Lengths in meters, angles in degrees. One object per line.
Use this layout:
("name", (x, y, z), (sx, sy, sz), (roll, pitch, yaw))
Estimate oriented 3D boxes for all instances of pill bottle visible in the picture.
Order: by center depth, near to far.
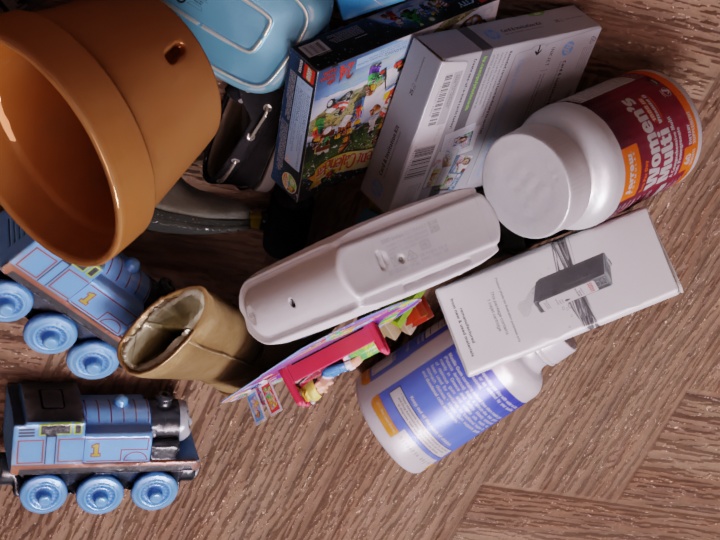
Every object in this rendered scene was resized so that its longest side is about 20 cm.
("pill bottle", (0.198, -0.098, 1.689), (0.199, 0.109, 0.110), (-25, 145, -46))
("pill bottle", (0.103, 0.096, 1.885), (0.199, 0.112, 0.112), (-34, 130, 14))

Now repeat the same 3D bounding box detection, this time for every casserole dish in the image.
("casserole dish", (-0.115, -0.215, 1.560), (0.199, 0.039, 0.121), (32, 115, -10))

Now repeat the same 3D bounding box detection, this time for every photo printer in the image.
("photo printer", (0.000, 0.000, 1.644), (0.166, 0.070, 0.200), (-22, 179, -32))

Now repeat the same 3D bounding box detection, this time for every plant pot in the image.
("plant pot", (-0.200, -0.123, 1.512), (0.140, 0.199, 0.201), (-36, 141, -32))

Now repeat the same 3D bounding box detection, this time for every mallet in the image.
("mallet", (-0.136, -0.056, 1.739), (0.198, 0.041, 0.066), (10, 128, -19))

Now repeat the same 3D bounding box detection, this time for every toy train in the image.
("toy train", (-0.246, 0.015, 1.715), (0.114, 0.087, 0.200), (-34, 130, 22))
("toy train", (-0.246, 0.165, 1.863), (0.198, 0.087, 0.115), (0, 124, -16))

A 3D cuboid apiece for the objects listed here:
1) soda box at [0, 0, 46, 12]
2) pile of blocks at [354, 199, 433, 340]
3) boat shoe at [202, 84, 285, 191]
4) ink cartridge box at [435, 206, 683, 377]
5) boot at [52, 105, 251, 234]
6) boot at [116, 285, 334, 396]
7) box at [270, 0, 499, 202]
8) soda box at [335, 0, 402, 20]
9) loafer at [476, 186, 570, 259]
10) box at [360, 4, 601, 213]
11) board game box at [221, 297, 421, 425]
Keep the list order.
("soda box", (-0.204, -0.277, 1.503), (0.199, 0.071, 0.063), (-29, 129, 10))
("pile of blocks", (0.035, -0.006, 1.787), (0.082, 0.062, 0.201), (-41, 143, -35))
("boat shoe", (-0.085, -0.148, 1.653), (0.060, 0.074, 0.201), (0, 138, -22))
("ink cartridge box", (0.172, 0.018, 1.746), (0.199, 0.144, 0.084), (-21, 89, 3))
("boot", (-0.175, -0.102, 1.634), (0.198, 0.068, 0.132), (9, 85, -25))
("boot", (-0.103, 0.042, 1.737), (0.175, 0.066, 0.200), (-48, 157, 6))
("box", (0.021, -0.151, 1.635), (0.199, 0.038, 0.137), (-26, 143, -33))
("soda box", (0.066, -0.273, 1.588), (0.198, 0.068, 0.064), (-19, 133, 0))
("loafer", (0.155, -0.053, 1.805), (0.199, 0.063, 0.072), (-23, 134, 4))
("box", (0.103, -0.138, 1.676), (0.199, 0.041, 0.157), (-16, 139, -40))
("board game box", (-0.025, 0.086, 1.747), (0.157, 0.039, 0.200), (-21, 171, -42))
